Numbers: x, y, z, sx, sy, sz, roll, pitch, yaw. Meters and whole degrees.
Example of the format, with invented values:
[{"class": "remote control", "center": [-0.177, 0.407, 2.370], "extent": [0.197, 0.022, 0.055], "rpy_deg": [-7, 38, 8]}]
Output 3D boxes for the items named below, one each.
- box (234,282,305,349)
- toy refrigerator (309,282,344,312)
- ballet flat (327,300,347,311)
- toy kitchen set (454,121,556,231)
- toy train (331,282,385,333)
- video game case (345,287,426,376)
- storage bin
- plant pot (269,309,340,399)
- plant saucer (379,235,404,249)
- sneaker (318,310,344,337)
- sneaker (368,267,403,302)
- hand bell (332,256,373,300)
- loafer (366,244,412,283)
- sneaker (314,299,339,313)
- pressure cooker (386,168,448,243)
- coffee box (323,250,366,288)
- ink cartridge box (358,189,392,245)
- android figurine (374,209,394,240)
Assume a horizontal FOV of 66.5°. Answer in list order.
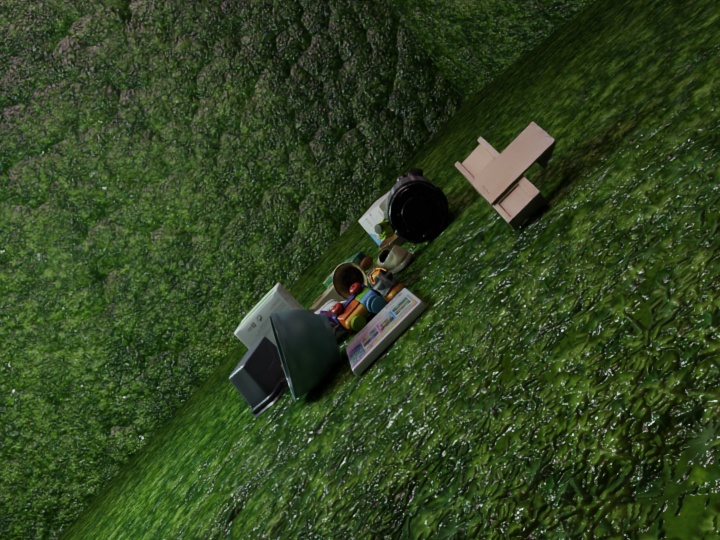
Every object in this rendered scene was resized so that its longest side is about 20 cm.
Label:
[{"class": "box", "center": [-0.268, 0.187, 1.784], "extent": [0.199, 0.200, 0.171], "rpy_deg": [-44, 7, 0]}, {"class": "toy refrigerator", "center": [-0.081, 0.076, 1.842], "extent": [0.201, 0.070, 0.076], "rpy_deg": [-48, 11, -17]}, {"class": "ballet flat", "center": [-0.066, 0.132, 1.529], "extent": [0.197, 0.070, 0.070], "rpy_deg": [-33, 13, 33]}, {"class": "toy kitchen set", "center": [0.334, -0.181, 1.120], "extent": [0.163, 0.179, 0.202], "rpy_deg": [-44, 49, 14]}, {"class": "toy train", "center": [-0.025, 0.129, 1.371], "extent": [0.200, 0.085, 0.115], "rpy_deg": [-47, 23, -13]}, {"class": "video game case", "center": [0.049, 0.127, 1.193], "extent": [0.200, 0.024, 0.182], "rpy_deg": [-45, 9, 0]}, {"class": "storage bin", "center": [-0.280, 0.292, 1.589], "extent": [0.145, 0.135, 0.201], "rpy_deg": [-39, 11, 28]}, {"class": "plant pot", "center": [-0.125, 0.181, 1.296], "extent": [0.130, 0.208, 0.200], "rpy_deg": [-17, 3, -14]}, {"class": "plant saucer", "center": [0.145, -0.133, 1.860], "extent": [0.199, 0.035, 0.201], "rpy_deg": [-44, 10, 9]}, {"class": "sneaker", "center": [-0.123, 0.172, 1.466], "extent": [0.200, 0.087, 0.082], "rpy_deg": [-47, 48, 25]}, {"class": "sneaker", "center": [0.055, 0.028, 1.431], "extent": [0.078, 0.077, 0.200], "rpy_deg": [-46, 8, -9]}, {"class": "hand bell", "center": [0.000, 0.000, 1.539], "extent": [0.103, 0.105, 0.200], "rpy_deg": [-39, 3, 25]}, {"class": "loafer", "center": [0.075, -0.022, 1.581], "extent": [0.199, 0.068, 0.076], "rpy_deg": [-34, 13, 50]}, {"class": "sneaker", "center": [-0.127, 0.169, 1.656], "extent": [0.200, 0.076, 0.080], "rpy_deg": [-47, 19, -5]}, {"class": "pressure cooker", "center": [0.157, -0.185, 1.586], "extent": [0.176, 0.179, 0.201], "rpy_deg": [-44, 9, 11]}, {"class": "coffee box", "center": [-0.063, 0.003, 2.159], "extent": [0.124, 0.044, 0.199], "rpy_deg": [-50, 11, -30]}, {"class": "ink cartridge box", "center": [0.108, -0.205, 2.050], "extent": [0.126, 0.129, 0.199], "rpy_deg": [-48, 11, -28]}, {"class": "android figurine", "center": [0.121, -0.177, 1.766], "extent": [0.198, 0.041, 0.184], "rpy_deg": [-27, -24, -53]}]
